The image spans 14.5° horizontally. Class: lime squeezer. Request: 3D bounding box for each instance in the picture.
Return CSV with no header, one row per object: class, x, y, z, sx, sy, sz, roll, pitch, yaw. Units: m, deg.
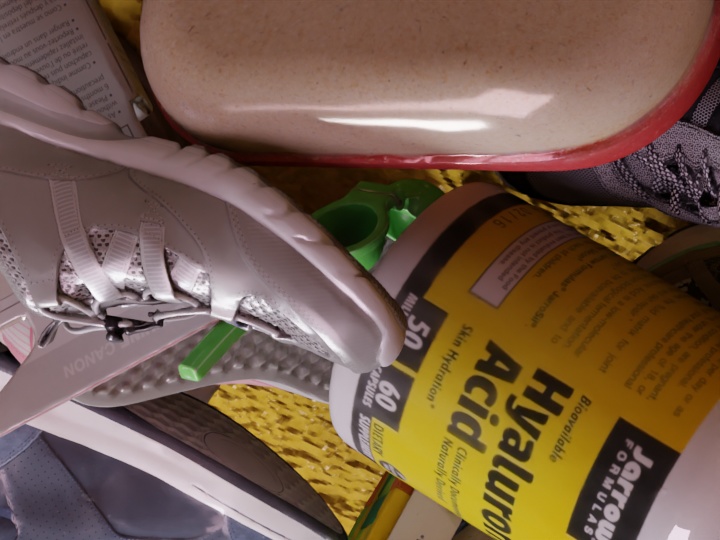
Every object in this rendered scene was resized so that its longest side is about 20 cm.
lime squeezer,0.000,0.000,1.056,0.038,0.199,0.071,31,109,32

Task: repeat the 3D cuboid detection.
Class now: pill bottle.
pill bottle,0.096,0.060,1.003,0.199,0.111,0.112,30,145,22

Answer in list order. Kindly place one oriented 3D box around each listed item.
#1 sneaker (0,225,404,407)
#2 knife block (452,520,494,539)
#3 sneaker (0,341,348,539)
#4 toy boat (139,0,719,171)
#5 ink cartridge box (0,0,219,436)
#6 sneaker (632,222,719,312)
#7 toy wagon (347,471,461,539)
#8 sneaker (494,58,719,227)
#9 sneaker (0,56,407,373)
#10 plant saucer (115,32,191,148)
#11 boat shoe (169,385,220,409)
sneaker,-0.058,0.008,1.110,0.104,0.199,0.076,22,110,52
knife block,0.060,0.157,1.178,0.064,0.200,0.176,24,111,-7
sneaker,-0.118,0.115,1.160,0.201,0.077,0.147,26,102,-19
toy boat,0.030,-0.090,0.969,0.199,0.132,0.131,2,168,21
ink cartridge box,-0.166,-0.017,1.024,0.199,0.045,0.177,-27,84,4
sneaker,0.172,0.025,1.028,0.199,0.089,0.077,-13,157,34
toy wagon,0.006,0.133,1.180,0.039,0.156,0.200,30,170,-1
sneaker,0.126,-0.031,0.979,0.199,0.114,0.076,-6,134,28
sneaker,-0.077,-0.004,0.956,0.199,0.082,0.075,24,173,19
plant saucer,-0.163,-0.049,1.145,0.199,0.030,0.201,12,139,11
boat shoe,-0.122,0.095,1.252,0.066,0.074,0.200,25,139,-10
